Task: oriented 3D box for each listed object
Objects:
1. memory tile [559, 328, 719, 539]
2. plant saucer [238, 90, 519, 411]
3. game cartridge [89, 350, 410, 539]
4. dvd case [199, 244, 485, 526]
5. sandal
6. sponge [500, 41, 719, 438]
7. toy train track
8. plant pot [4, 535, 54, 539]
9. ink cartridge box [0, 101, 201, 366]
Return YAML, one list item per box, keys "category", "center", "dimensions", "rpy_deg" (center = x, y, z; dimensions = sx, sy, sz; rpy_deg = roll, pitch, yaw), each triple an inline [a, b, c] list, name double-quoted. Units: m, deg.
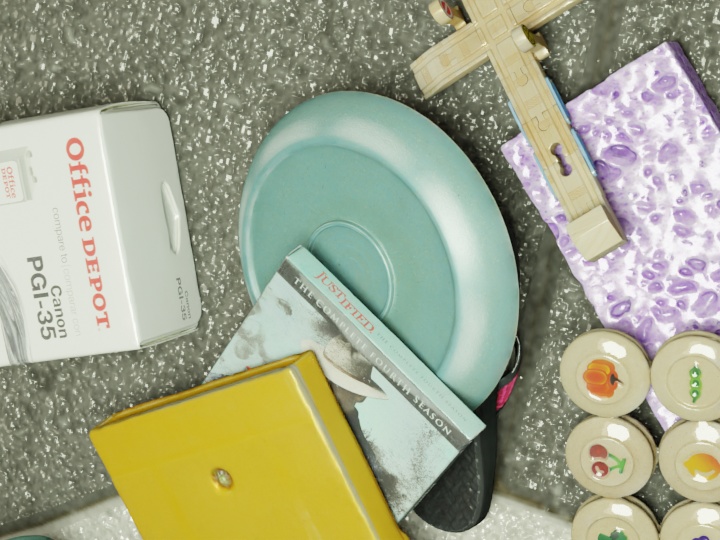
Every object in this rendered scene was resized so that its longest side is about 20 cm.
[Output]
- category: "memory tile"
  center: [0.186, 0.126, 0.986]
  dimensions: [0.153, 0.017, 0.200]
  rpy_deg: [2, 111, 20]
- category: "plant saucer"
  center: [0.000, 0.000, 1.018]
  dimensions: [0.200, 0.027, 0.200]
  rpy_deg: [18, 119, 36]
- category: "game cartridge"
  center: [-0.051, 0.157, 1.058]
  dimensions: [0.176, 0.032, 0.200]
  rpy_deg: [-19, 102, 39]
- category: "dvd case"
  center: [-0.030, 0.098, 1.048]
  dimensions: [0.146, 0.022, 0.200]
  rpy_deg: [45, 131, 10]
- category: "sandal"
  center: [0.059, 0.054, 1.037]
  dimensions: [0.075, 0.045, 0.200]
  rpy_deg: [21, 119, 34]
- category: "sponge"
  center: [0.173, -0.011, 0.989]
  dimensions: [0.112, 0.030, 0.200]
  rpy_deg: [-31, 86, 22]
- category: "toy train track"
  center: [0.087, -0.098, 0.981]
  dimensions: [0.115, 0.033, 0.200]
  rpy_deg: [-32, 72, 23]
- category: "plant pot"
  center: [-0.184, 0.269, 1.087]
  dimensions: [0.188, 0.200, 0.200]
  rpy_deg: [46, 111, 26]
- category: "ink cartridge box"
  center: [-0.212, -0.018, 1.105]
  dimensions: [0.200, 0.083, 0.147]
  rpy_deg: [-8, 94, 22]
